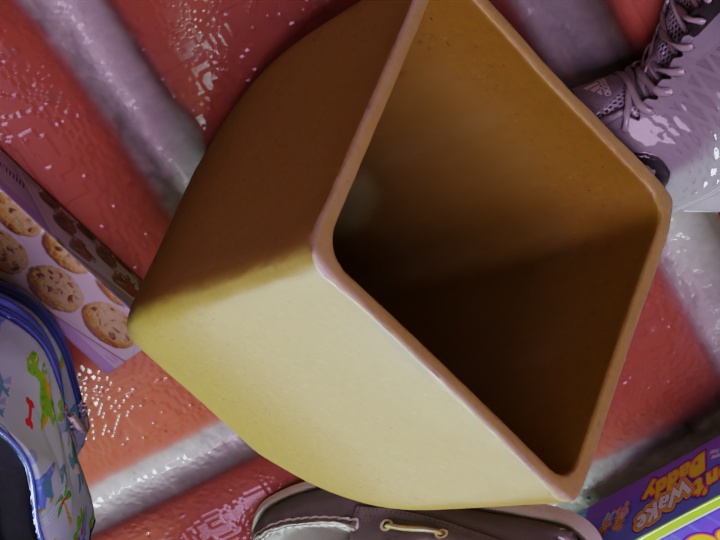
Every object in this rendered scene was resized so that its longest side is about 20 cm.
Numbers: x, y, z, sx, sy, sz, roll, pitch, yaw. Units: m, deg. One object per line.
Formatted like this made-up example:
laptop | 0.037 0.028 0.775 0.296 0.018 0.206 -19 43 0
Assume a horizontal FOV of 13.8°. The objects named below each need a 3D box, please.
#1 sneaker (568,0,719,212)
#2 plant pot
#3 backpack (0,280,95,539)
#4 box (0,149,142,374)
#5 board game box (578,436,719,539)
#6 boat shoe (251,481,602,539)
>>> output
sneaker | 0.152 -0.105 1.490 0.115 0.075 0.201 -5 124 1
plant pot | 0.000 0.000 1.471 0.200 0.195 0.195 -17 129 42
backpack | -0.230 0.082 1.518 0.182 0.147 0.200 5 139 7
box | -0.181 -0.026 1.531 0.041 0.039 0.200 -35 119 16
board game box | 0.226 0.148 1.631 0.134 0.045 0.200 35 133 -24
boat shoe | 0.030 0.159 1.629 0.201 0.060 0.072 4 122 16
